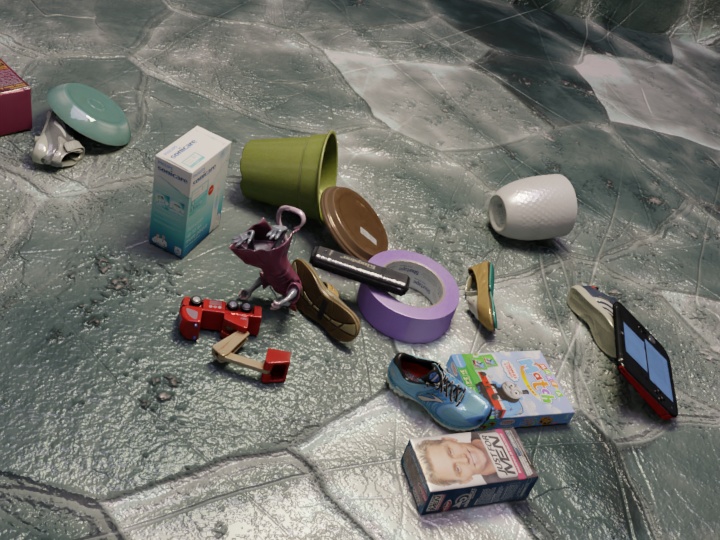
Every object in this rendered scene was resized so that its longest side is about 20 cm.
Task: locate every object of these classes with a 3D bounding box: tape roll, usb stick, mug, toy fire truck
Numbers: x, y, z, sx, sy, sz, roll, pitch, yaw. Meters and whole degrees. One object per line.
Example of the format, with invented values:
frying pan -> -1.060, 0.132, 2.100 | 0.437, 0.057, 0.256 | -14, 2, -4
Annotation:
tape roll -> 0.094, 0.048, 1.492 | 0.195, 0.067, 0.202 | 11, 39, -9
usb stick -> 0.000, 0.000, 1.435 | 0.196, 0.033, 0.056 | 18, 36, 2
mug -> 0.388, -0.149, 1.801 | 0.171, 0.152, 0.200 | -8, 14, -19
toy fire truck -> -0.219, 0.117, 1.298 | 0.195, 0.049, 0.143 | 8, 39, -12

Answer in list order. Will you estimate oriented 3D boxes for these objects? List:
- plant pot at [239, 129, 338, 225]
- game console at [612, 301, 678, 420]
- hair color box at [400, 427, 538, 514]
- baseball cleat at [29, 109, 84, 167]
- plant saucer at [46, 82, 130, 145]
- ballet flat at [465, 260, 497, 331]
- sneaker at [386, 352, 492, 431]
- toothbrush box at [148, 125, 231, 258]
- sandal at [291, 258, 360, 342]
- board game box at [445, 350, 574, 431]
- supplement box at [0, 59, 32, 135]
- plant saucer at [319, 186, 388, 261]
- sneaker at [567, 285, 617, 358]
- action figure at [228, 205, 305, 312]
plant pot -> -0.157, -0.209, 1.631 | 0.185, 0.204, 0.202 | 7, 37, 8
game console -> 0.557, 0.176, 1.480 | 0.177, 0.031, 0.202 | 46, 34, -18
hair color box -> 0.173, 0.316, 1.202 | 0.195, 0.061, 0.101 | -2, 41, -22
baseball cleat -> -0.638, -0.285, 1.621 | 0.104, 0.070, 0.203 | 18, 44, -16
plant saucer -> -0.593, -0.356, 1.672 | 0.198, 0.036, 0.201 | 33, 23, -16
ballet flat -> 0.249, 0.057, 1.558 | 0.061, 0.070, 0.202 | -8, 34, 13
sneaker -> 0.130, 0.203, 1.283 | 0.197, 0.091, 0.079 | 24, 62, 16
toothbrush box -> -0.330, -0.152, 1.459 | 0.084, 0.203, 0.147 | 24, 37, 10
sandal -> -0.065, 0.057, 1.416 | 0.199, 0.081, 0.053 | 42, 29, 26
board game box -> 0.272, 0.216, 1.381 | 0.195, 0.037, 0.153 | 1, 41, -21
supplement box -> -0.816, -0.385, 1.629 | 0.130, 0.105, 0.199 | -24, 53, -41
plant saucer -> -0.006, -0.095, 1.575 | 0.199, 0.029, 0.203 | 39, 32, -30
sneaker -> 0.521, 0.099, 1.587 | 0.083, 0.076, 0.202 | -6, 43, -20
action figure -> -0.153, -0.006, 1.369 | 0.132, 0.202, 0.150 | 22, 62, 37
